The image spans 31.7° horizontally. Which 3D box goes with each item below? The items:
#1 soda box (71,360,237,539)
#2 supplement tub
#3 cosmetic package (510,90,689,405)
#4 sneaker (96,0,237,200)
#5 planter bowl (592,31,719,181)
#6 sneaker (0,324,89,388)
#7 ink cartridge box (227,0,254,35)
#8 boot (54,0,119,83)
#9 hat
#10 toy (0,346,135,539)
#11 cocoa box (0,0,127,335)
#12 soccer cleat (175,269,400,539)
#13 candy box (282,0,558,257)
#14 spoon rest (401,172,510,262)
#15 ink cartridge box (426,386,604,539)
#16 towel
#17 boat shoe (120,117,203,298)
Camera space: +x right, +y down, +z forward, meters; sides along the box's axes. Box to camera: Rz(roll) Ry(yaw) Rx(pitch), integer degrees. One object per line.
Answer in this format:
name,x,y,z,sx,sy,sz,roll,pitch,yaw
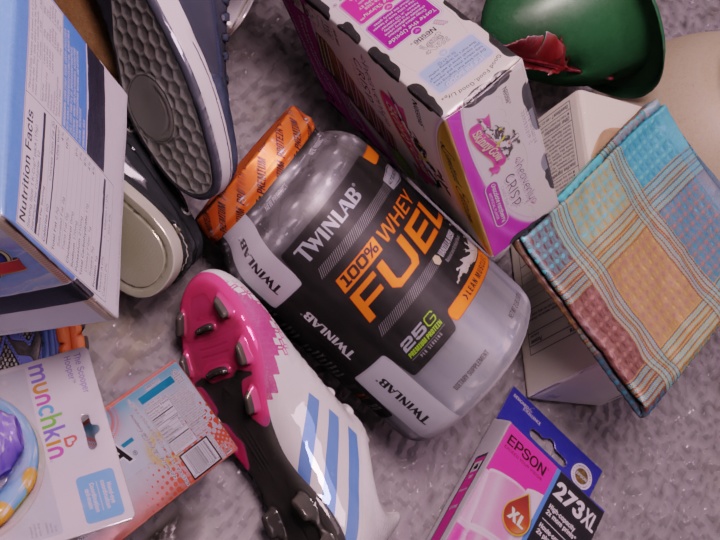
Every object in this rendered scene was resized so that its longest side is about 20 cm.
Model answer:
soda box,-0.161,0.131,0.666,0.199,0.068,0.064,-35,87,-38
supplement tub,0.000,0.000,0.793,0.200,0.122,0.123,41,54,-10
cosmetic package,0.165,-0.014,0.917,0.070,0.105,0.203,9,67,-29
sneaker,-0.080,-0.156,0.744,0.145,0.076,0.205,-26,102,-41
planter bowl,0.299,-0.110,1.024,0.198,0.134,0.203,13,63,-26
sneaker,-0.214,-0.015,0.697,0.078,0.075,0.202,-16,77,-32
ink cartridge box,-0.151,-0.245,0.829,0.199,0.083,0.148,34,56,-16
boot,-0.153,-0.155,0.759,0.199,0.074,0.076,32,94,-37
hat,0.107,-0.155,0.930,0.176,0.165,0.201,-43,140,-17
toy,-0.218,0.091,0.601,0.197,0.048,0.116,-16,49,-14
cocoa box,-0.227,-0.046,0.604,0.197,0.131,0.135,-7,68,10
soccer cleat,-0.043,0.089,0.769,0.086,0.069,0.202,-22,86,-49
candy box,0.032,-0.118,0.802,0.061,0.137,0.200,-37,51,-9
spoon rest,0.067,-0.098,0.918,0.098,0.061,0.203,8,65,-29
ink cartridge box,0.101,0.174,0.837,0.095,0.037,0.201,43,51,-10
towel,0.198,-0.015,0.861,0.147,0.022,0.200,52,51,-3
boat shoe,-0.164,-0.073,0.758,0.199,0.075,0.066,44,26,10
